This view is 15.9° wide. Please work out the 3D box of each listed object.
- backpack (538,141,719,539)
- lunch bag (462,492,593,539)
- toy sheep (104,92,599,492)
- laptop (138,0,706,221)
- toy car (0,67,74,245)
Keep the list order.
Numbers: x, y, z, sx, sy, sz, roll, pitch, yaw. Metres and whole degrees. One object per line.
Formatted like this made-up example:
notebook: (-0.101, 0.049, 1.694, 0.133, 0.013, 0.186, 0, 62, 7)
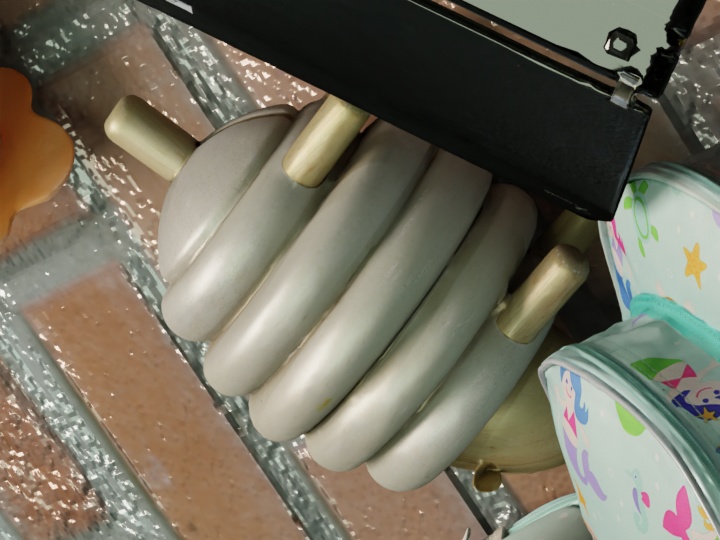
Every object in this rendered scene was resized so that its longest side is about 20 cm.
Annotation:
backpack: (0.144, 0.050, 0.782, 0.178, 0.150, 0.201, 44, 151, 56)
lunch bag: (0.097, 0.184, 0.980, 0.200, 0.077, 0.160, 46, 135, -3)
toy sheep: (0.000, 0.000, 0.880, 0.200, 0.138, 0.138, 38, 134, -2)
laptop: (0.020, -0.118, 0.697, 0.177, 0.103, 0.201, 26, 114, 6)
toy car: (-0.206, -0.067, 0.975, 0.199, 0.177, 0.185, 9, 145, -8)
